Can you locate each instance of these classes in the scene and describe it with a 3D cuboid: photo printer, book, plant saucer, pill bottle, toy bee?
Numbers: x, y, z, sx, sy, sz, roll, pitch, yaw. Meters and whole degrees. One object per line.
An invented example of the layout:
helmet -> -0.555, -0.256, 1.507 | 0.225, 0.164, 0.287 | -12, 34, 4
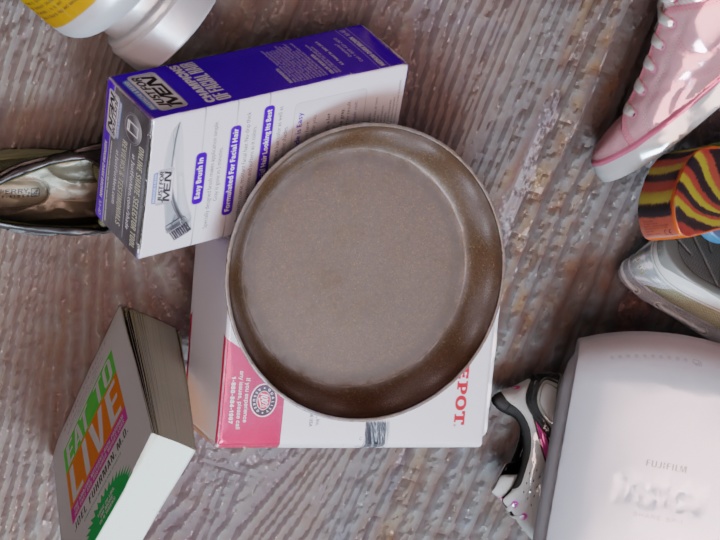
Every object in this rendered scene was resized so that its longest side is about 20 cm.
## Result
photo printer -> 0.213, 0.145, 1.737 | 0.166, 0.069, 0.200 | 10, 91, 3
book -> -0.165, 0.127, 1.679 | 0.048, 0.200, 0.134 | 24, 106, -19
plant saucer -> 0.000, 0.000, 1.636 | 0.200, 0.032, 0.201 | -4, 100, -22
pill bottle -> -0.189, -0.221, 1.577 | 0.200, 0.113, 0.113 | 40, 101, -22
toy bee -> 0.269, -0.073, 1.735 | 0.131, 0.200, 0.109 | -5, 86, 29

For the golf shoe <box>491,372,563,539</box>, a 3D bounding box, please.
golf shoe -> 0.143, 0.171, 1.825 | 0.092, 0.073, 0.200 | -6, 104, -2

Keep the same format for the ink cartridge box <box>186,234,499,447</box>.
ink cartridge box -> -0.012, 0.044, 1.702 | 0.200, 0.084, 0.145 | 1, 100, -22

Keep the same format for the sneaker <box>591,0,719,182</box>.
sneaker -> 0.220, -0.155, 1.702 | 0.200, 0.075, 0.105 | -39, 95, 19

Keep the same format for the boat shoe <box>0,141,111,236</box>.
boat shoe -> -0.173, -0.054, 1.675 | 0.200, 0.065, 0.073 | -11, 112, -6

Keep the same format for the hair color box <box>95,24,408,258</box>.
hair color box -> -0.072, -0.088, 1.629 | 0.200, 0.065, 0.109 | -16, 132, -33

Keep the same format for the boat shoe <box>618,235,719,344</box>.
boat shoe -> 0.282, 0.033, 1.795 | 0.202, 0.075, 0.065 | 29, 142, -22
